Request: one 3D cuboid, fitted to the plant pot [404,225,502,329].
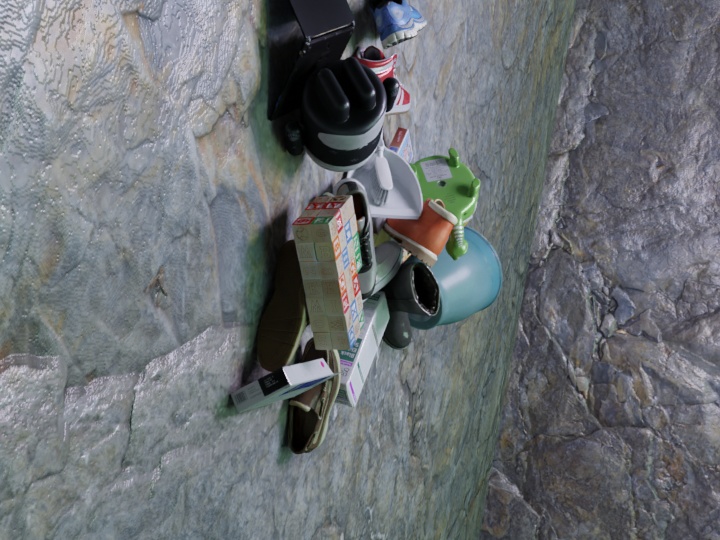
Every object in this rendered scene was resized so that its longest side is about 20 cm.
[{"bbox_3d":[0.165,0.027,2.031,0.187,0.199,0.202,-29,129,-45],"label":"plant pot"}]

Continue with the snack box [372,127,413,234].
[{"bbox_3d":[0.052,-0.165,1.755,0.072,0.024,0.201,74,33,-50],"label":"snack box"}]

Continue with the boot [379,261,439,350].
[{"bbox_3d":[0.090,0.068,1.768,0.072,0.199,0.183,-33,105,-28],"label":"boot"}]

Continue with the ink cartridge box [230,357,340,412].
[{"bbox_3d":[-0.108,0.170,1.454,0.037,0.094,0.200,65,17,11],"label":"ink cartridge box"}]

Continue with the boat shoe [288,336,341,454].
[{"bbox_3d":[-0.080,0.209,1.585,0.075,0.074,0.205,-24,123,-62],"label":"boat shoe"}]

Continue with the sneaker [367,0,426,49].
[{"bbox_3d":[0.061,-0.436,1.627,0.200,0.078,0.090,-75,145,-69],"label":"sneaker"}]

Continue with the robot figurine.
[{"bbox_3d":[-0.027,-0.224,1.394,0.200,0.149,0.126,102,-1,-71],"label":"robot figurine"}]

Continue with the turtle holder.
[{"bbox_3d":[0.162,-0.122,1.810,0.141,0.185,0.132,-38,154,-25],"label":"turtle holder"}]

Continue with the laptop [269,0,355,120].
[{"bbox_3d":[-0.088,-0.339,1.374,0.201,0.103,0.177,-61,170,30],"label":"laptop"}]

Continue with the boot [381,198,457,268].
[{"bbox_3d":[0.106,-0.084,1.717,0.075,0.200,0.108,30,95,-29],"label":"boot"}]

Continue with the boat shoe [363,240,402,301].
[{"bbox_3d":[0.000,0.000,1.676,0.200,0.071,0.070,-42,133,-29],"label":"boat shoe"}]

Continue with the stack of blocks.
[{"bbox_3d":[-0.040,0.003,1.437,0.115,0.058,0.202,-56,141,-61],"label":"stack of blocks"}]

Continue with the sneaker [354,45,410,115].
[{"bbox_3d":[0.041,-0.327,1.650,0.200,0.071,0.114,-31,132,-62],"label":"sneaker"}]

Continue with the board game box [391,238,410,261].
[{"bbox_3d":[0.104,-0.121,1.968,0.200,0.046,0.153,-41,138,-60],"label":"board game box"}]

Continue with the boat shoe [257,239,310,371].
[{"bbox_3d":[-0.099,0.058,1.451,0.069,0.073,0.202,37,65,-62],"label":"boat shoe"}]

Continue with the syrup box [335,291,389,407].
[{"bbox_3d":[-0.020,0.132,1.703,0.082,0.078,0.201,77,31,-51],"label":"syrup box"}]

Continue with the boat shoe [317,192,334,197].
[{"bbox_3d":[-0.052,-0.023,1.552,0.067,0.072,0.202,-14,109,-32],"label":"boat shoe"}]

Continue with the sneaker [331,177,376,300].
[{"bbox_3d":[-0.012,-0.049,1.588,0.079,0.073,0.203,-138,-140,-77],"label":"sneaker"}]

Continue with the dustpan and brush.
[{"bbox_3d":[0.033,-0.186,1.680,0.057,0.138,0.202,111,-24,-49],"label":"dustpan and brush"}]

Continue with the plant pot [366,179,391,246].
[{"bbox_3d":[0.022,-0.100,1.780,0.200,0.027,0.202,10,90,-70],"label":"plant pot"}]
